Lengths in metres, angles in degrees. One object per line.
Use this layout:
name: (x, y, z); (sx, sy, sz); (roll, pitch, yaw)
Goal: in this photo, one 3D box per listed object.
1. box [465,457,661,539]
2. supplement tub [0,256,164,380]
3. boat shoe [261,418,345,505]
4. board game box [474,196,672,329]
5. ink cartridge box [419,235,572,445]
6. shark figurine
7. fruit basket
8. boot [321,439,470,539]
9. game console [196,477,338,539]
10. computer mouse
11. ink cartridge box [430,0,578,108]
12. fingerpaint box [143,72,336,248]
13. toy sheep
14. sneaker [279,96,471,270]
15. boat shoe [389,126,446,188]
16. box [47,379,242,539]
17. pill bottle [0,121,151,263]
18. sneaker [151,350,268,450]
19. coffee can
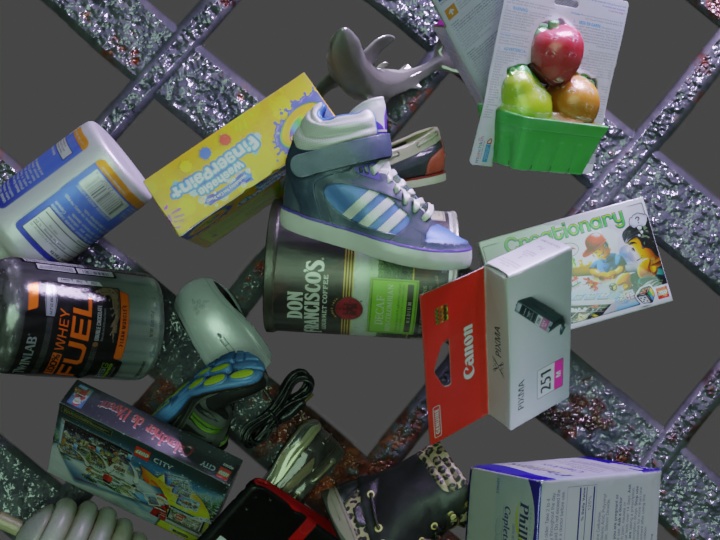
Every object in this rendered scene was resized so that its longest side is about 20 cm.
box: (0.214, 0.298, 0.954); (0.200, 0.105, 0.184); (6, 87, -37)
supplement tub: (-0.321, 0.052, 0.957); (0.200, 0.122, 0.123); (7, 87, -34)
boat shoe: (-0.090, 0.264, 1.014); (0.073, 0.074, 0.200); (35, 89, 1)
board game box: (0.246, 0.002, 1.046); (0.200, 0.035, 0.126); (-16, 87, -1)
ink cartridge box: (0.148, 0.083, 0.958); (0.173, 0.044, 0.200); (-24, 124, -28)
shark figurine: (0.037, -0.207, 1.018); (0.214, 0.128, 0.090); (-10, 62, -42)
fruit basket: (0.207, -0.210, 0.999); (0.185, 0.094, 0.200); (-1, 103, -33)
boot: (0.064, 0.291, 0.958); (0.150, 0.073, 0.200); (-27, 66, -10)
game console: (-0.115, 0.340, 0.993); (0.177, 0.031, 0.200); (40, 94, -21)
computer mouse: (-0.145, 0.097, 1.035); (0.110, 0.044, 0.200); (-38, 88, -1)
ink cartridge box: (0.178, -0.294, 0.995); (0.196, 0.043, 0.200); (-41, 130, -3)
fingerpaint box: (-0.119, -0.114, 0.984); (0.200, 0.167, 0.073); (-35, 88, -1)
toy sheep: (-0.309, 0.317, 0.983); (0.200, 0.138, 0.138); (30, 88, -16)
sneaker: (0.026, -0.090, 0.872); (0.200, 0.081, 0.147); (15, 101, 3)
boat shoe: (0.010, -0.116, 1.004); (0.200, 0.071, 0.063); (-13, 106, -27)
box: (-0.240, 0.215, 0.993); (0.200, 0.038, 0.137); (26, 130, 0)
pill bottle: (-0.344, -0.066, 1.007); (0.200, 0.112, 0.112); (-37, 88, -1)
sneaker: (-0.164, 0.155, 0.996); (0.083, 0.071, 0.200); (46, 122, -9)
coffee can: (0.000, 0.000, 0.989); (0.200, 0.146, 0.147); (3, 88, 0)
